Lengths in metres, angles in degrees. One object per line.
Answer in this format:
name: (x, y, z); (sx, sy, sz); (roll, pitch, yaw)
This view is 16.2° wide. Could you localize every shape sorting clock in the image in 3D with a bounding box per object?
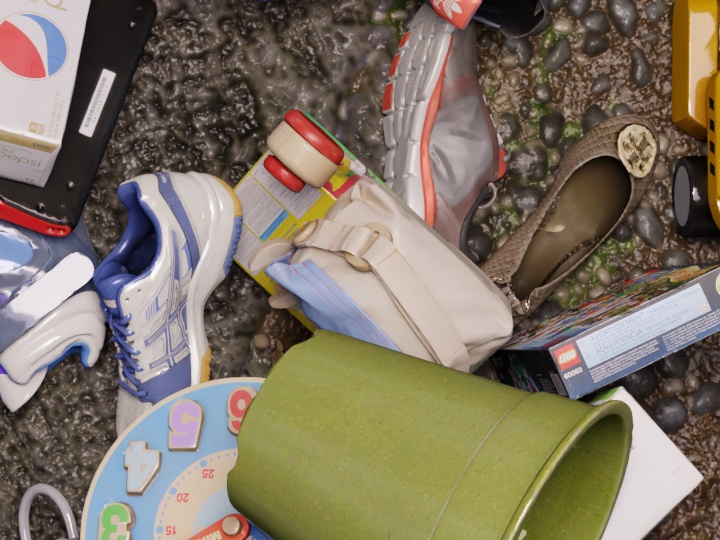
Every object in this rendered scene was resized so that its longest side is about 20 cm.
shape sorting clock: (-0.077, 0.162, 1.573); (0.200, 0.039, 0.200); (-2, 74, 6)

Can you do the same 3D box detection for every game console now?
game console: (-0.245, -0.133, 1.688); (0.177, 0.031, 0.200); (22, 61, -9)

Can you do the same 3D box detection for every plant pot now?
plant pot: (0.030, 0.126, 1.484); (0.190, 0.200, 0.200); (27, 82, 20)

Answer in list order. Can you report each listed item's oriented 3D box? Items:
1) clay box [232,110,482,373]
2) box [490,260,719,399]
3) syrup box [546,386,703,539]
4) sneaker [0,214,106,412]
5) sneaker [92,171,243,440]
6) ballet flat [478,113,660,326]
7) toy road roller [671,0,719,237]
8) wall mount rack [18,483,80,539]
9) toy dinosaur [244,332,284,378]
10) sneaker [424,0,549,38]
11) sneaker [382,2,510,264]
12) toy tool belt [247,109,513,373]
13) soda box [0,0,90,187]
clay box: (0.000, 0.000, 1.691); (0.200, 0.115, 0.048); (42, 47, -2)
box: (0.169, 0.039, 1.664); (0.136, 0.200, 0.038); (-25, 92, -9)
syrup box: (0.148, 0.135, 1.652); (0.079, 0.200, 0.081); (-43, 92, -9)
sneaker: (-0.267, 0.025, 1.674); (0.200, 0.081, 0.147); (-10, 81, -13)
sneaker: (-0.145, 0.030, 1.669); (0.088, 0.075, 0.200); (8, 95, -40)
ballet flat: (0.142, -0.031, 1.731); (0.200, 0.046, 0.067); (-45, 107, -18)
toy road roller: (0.287, -0.110, 1.719); (0.123, 0.146, 0.200); (1, 85, -7)
wall mount rack: (-0.195, 0.236, 1.620); (0.074, 0.174, 0.200); (-12, 85, -39)
toy dinosaur: (-0.001, 0.101, 1.679); (0.088, 0.200, 0.048); (14, 101, -42)
sneaker: (0.114, -0.201, 1.706); (0.200, 0.075, 0.085); (-18, 61, -39)
sneaker: (0.063, -0.093, 1.738); (0.082, 0.077, 0.200); (10, 90, -22)
toy tool belt: (-0.009, 0.009, 1.582); (0.200, 0.125, 0.123); (42, 95, -1)
soda box: (-0.216, -0.160, 1.657); (0.068, 0.064, 0.200); (14, 62, -12)
